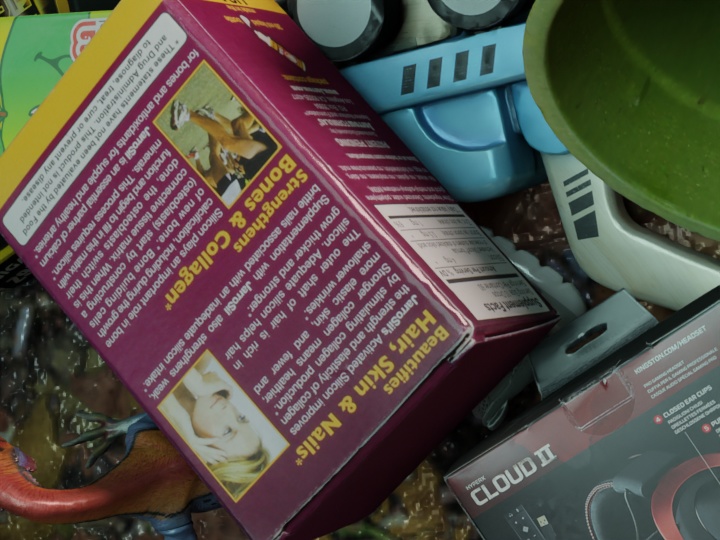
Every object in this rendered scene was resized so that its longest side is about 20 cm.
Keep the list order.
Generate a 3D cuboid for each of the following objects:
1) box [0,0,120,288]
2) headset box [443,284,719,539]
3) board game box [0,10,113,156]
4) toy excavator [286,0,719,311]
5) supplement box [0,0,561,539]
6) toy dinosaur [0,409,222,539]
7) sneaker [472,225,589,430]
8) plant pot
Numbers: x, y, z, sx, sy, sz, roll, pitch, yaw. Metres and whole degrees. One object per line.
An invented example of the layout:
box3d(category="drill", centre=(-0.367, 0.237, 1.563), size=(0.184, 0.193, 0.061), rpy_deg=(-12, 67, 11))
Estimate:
box3d(category="box", centre=(-0.176, -0.114, 0.945), size=(0.160, 0.049, 0.200), rpy_deg=(-34, 73, 22))
box3d(category="headset box", centre=(0.142, 0.103, 0.729), size=(0.149, 0.075, 0.200), rpy_deg=(-36, 86, 20))
box3d(category="board game box", centre=(-0.189, -0.070, 0.894), size=(0.200, 0.048, 0.102), rpy_deg=(0, 88, 25))
box3d(category="toy excavator", centre=(0.084, -0.057, 0.798), size=(0.194, 0.100, 0.200), rpy_deg=(-10, 95, 24))
box3d(category="supplement box", centre=(-0.039, -0.007, 0.739), size=(0.131, 0.103, 0.200), rpy_deg=(-47, 73, 21))
box3d(category="toy dinosaur", centre=(-0.080, 0.075, 0.806), size=(0.200, 0.181, 0.105), rpy_deg=(-44, 69, 16))
box3d(category="sneaker", centre=(0.000, 0.000, 0.823), size=(0.200, 0.075, 0.082), rpy_deg=(27, 81, 25))
box3d(category="plant pot", centre=(0.182, -0.134, 0.688), size=(0.200, 0.200, 0.190), rpy_deg=(5, 58, 26))
